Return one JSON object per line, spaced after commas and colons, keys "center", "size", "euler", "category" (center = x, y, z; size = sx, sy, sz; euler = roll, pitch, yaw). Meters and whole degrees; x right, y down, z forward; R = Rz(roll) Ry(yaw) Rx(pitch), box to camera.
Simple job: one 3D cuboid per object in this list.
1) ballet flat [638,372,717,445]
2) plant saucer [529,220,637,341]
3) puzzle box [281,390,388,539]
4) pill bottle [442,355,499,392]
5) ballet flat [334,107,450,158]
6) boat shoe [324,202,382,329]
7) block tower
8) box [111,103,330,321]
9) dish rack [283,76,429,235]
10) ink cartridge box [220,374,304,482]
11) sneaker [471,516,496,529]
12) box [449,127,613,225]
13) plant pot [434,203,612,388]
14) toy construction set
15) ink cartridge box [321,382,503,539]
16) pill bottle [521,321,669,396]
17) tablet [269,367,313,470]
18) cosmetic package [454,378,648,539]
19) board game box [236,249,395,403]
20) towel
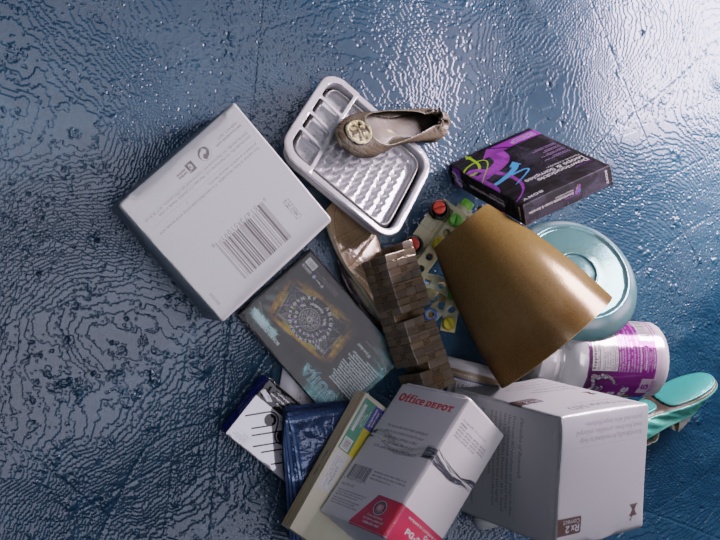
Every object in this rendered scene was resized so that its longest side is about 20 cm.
{"center": [0.449, 0.218, 1.718], "size": [0.199, 0.067, 0.071], "euler": [-21, 120, -16], "category": "ballet flat"}
{"center": [0.306, 0.007, 1.633], "size": [0.199, 0.027, 0.201], "euler": [6, 58, -9], "category": "plant saucer"}
{"center": [-0.002, 0.275, 1.482], "size": [0.133, 0.025, 0.201], "euler": [40, 70, -27], "category": "puzzle box"}
{"center": [0.129, 0.225, 1.585], "size": [0.110, 0.111, 0.201], "euler": [16, 85, -17], "category": "pill bottle"}
{"center": [0.049, -0.195, 1.559], "size": [0.199, 0.046, 0.068], "euler": [-11, 74, -39], "category": "ballet flat"}
{"center": [0.000, 0.000, 1.569], "size": [0.072, 0.065, 0.201], "euler": [-40, 102, -35], "category": "boat shoe"}
{"center": [0.063, 0.065, 1.525], "size": [0.058, 0.054, 0.201], "euler": [-16, 90, -36], "category": "block tower"}
{"center": [-0.182, -0.072, 1.478], "size": [0.199, 0.131, 0.200], "euler": [-43, 101, -13], "category": "box"}
{"center": [-0.010, -0.150, 1.554], "size": [0.200, 0.043, 0.172], "euler": [39, 51, -14], "category": "dish rack"}
{"center": [-0.082, 0.240, 1.538], "size": [0.200, 0.044, 0.094], "euler": [41, 80, -14], "category": "ink cartridge box"}
{"center": [0.224, 0.288, 1.638], "size": [0.200, 0.074, 0.082], "euler": [-35, 99, -26], "category": "sneaker"}
{"center": [0.232, -0.133, 1.575], "size": [0.142, 0.200, 0.036], "euler": [-25, 121, -16], "category": "box"}
{"center": [0.195, 0.017, 1.495], "size": [0.186, 0.186, 0.200], "euler": [-38, 86, -14], "category": "plant pot"}
{"center": [0.129, -0.023, 1.596], "size": [0.131, 0.092, 0.200], "euler": [36, 73, 5], "category": "toy construction set"}
{"center": [0.065, 0.251, 1.423], "size": [0.084, 0.144, 0.200], "euler": [45, 69, -27], "category": "ink cartridge box"}
{"center": [0.333, 0.127, 1.649], "size": [0.199, 0.112, 0.113], "euler": [2, 89, -17], "category": "pill bottle"}
{"center": [-0.052, 0.184, 1.579], "size": [0.129, 0.014, 0.201], "euler": [11, 87, -17], "category": "tablet"}
{"center": [0.241, 0.241, 1.475], "size": [0.164, 0.199, 0.166], "euler": [-3, 96, -37], "category": "cosmetic package"}
{"center": [-0.054, 0.090, 1.554], "size": [0.135, 0.028, 0.200], "euler": [-41, 95, -8], "category": "board game box"}
{"center": [-0.046, 0.275, 1.502], "size": [0.111, 0.049, 0.201], "euler": [-5, 94, -18], "category": "towel"}
